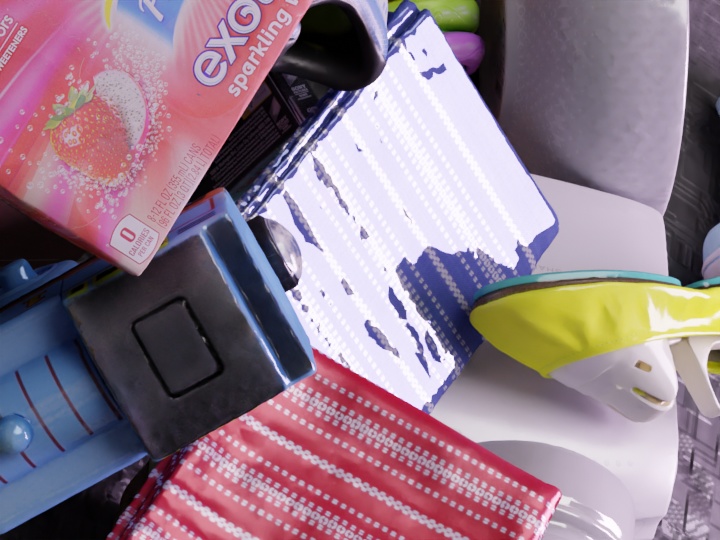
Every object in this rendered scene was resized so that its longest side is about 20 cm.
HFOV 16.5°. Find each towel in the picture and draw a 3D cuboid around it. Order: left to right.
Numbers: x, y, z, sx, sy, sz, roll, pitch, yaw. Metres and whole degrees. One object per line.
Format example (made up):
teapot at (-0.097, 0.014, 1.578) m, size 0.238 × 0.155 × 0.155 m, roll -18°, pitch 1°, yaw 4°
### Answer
towel at (-0.025, 0.123, 0.936) m, size 0.145 × 0.022 × 0.200 m, roll 31°, pitch 57°, yaw 5°
towel at (0.000, 0.000, 1.052) m, size 0.200 × 0.024 × 0.145 m, roll -52°, pitch 125°, yaw -25°

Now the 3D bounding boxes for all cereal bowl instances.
cereal bowl at (0.108, -0.117, 1.278) m, size 0.083 × 0.200 × 0.200 m, roll 0°, pitch 58°, yaw -7°

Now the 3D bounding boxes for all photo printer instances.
photo printer at (0.066, 0.039, 1.164) m, size 0.166 × 0.069 × 0.200 m, roll 13°, pitch 44°, yaw -8°

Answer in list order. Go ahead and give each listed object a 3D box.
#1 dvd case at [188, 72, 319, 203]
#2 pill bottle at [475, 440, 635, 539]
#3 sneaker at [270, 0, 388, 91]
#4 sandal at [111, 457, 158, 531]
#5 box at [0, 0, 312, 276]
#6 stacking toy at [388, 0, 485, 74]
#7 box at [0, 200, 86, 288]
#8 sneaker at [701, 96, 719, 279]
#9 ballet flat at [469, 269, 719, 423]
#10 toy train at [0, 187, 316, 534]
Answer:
dvd case at (-0.107, -0.116, 1.110) m, size 0.022 × 0.146 × 0.200 m, roll -25°, pitch 79°, yaw -43°
pill bottle at (0.057, 0.176, 0.999) m, size 0.114 × 0.114 × 0.200 m, roll 29°, pitch 47°, yaw -23°
sneaker at (-0.062, -0.117, 0.958) m, size 0.200 × 0.079 × 0.089 m, roll 11°, pitch 53°, yaw -37°
sandal at (-0.069, 0.104, 1.052) m, size 0.080 × 0.057 × 0.201 m, roll 19°, pitch 68°, yaw -30°
box at (-0.078, -0.114, 0.863) m, size 0.103 × 0.095 × 0.200 m, roll 35°, pitch 85°, yaw -27°
stacking toy at (0.022, -0.126, 1.274) m, size 0.116 × 0.110 × 0.200 m, roll -4°, pitch 76°, yaw -44°
box at (-0.191, -0.106, 1.017) m, size 0.166 × 0.164 × 0.200 m, roll 0°, pitch 63°, yaw -41°
sneaker at (0.228, -0.059, 1.408) m, size 0.200 × 0.080 × 0.131 m, roll -16°, pitch 75°, yaw -55°
ballet flat at (0.138, 0.034, 1.108) m, size 0.200 × 0.067 × 0.067 m, roll -2°, pitch 73°, yaw -37°
toy train at (-0.110, 0.040, 0.911) m, size 0.087 × 0.200 × 0.114 m, roll 62°, pitch 1°, yaw -9°
